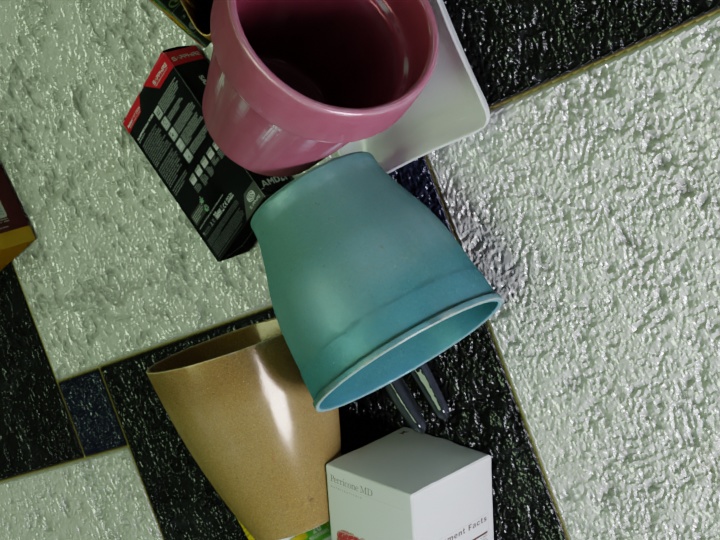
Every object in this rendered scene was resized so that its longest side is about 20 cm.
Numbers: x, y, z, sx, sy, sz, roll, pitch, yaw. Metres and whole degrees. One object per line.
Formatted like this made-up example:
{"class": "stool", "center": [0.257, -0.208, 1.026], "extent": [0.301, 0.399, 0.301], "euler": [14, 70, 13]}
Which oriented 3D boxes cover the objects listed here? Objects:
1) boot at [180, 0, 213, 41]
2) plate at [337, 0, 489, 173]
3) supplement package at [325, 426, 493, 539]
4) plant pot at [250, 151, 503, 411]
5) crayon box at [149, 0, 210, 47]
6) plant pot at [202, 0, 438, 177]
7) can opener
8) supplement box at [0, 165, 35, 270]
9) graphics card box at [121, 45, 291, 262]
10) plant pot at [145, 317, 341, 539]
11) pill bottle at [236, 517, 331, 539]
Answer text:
{"class": "boot", "center": [-0.121, -0.219, 1.665], "extent": [0.071, 0.144, 0.201], "euler": [-17, 90, 17]}
{"class": "plate", "center": [0.027, -0.199, 1.609], "extent": [0.199, 0.032, 0.200], "euler": [-23, 89, 47]}
{"class": "supplement package", "center": [0.052, 0.277, 1.708], "extent": [0.121, 0.120, 0.200], "euler": [14, 115, 43]}
{"class": "plant pot", "center": [0.000, 0.000, 1.593], "extent": [0.200, 0.200, 0.188], "euler": [-42, 73, 46]}
{"class": "crayon box", "center": [-0.230, -0.323, 1.757], "extent": [0.051, 0.127, 0.200], "euler": [-48, 63, 1]}
{"class": "plant pot", "center": [-0.054, -0.180, 1.540], "extent": [0.200, 0.200, 0.179], "euler": [58, 146, 12]}
{"class": "can opener", "center": [0.025, 0.069, 1.710], "extent": [0.063, 0.079, 0.200], "euler": [-38, 78, 7]}
{"class": "supplement box", "center": [-0.551, -0.078, 2.130], "extent": [0.133, 0.197, 0.200], "euler": [-34, 80, 47]}
{"class": "graphics card box", "center": [-0.164, -0.124, 1.821], "extent": [0.200, 0.051, 0.125], "euler": [55, 136, 17]}
{"class": "plant pot", "center": [-0.096, 0.163, 1.722], "extent": [0.186, 0.186, 0.200], "euler": [-12, 98, 47]}
{"class": "pill bottle", "center": [-0.094, 0.222, 1.842], "extent": [0.111, 0.111, 0.200], "euler": [-39, 77, 46]}
